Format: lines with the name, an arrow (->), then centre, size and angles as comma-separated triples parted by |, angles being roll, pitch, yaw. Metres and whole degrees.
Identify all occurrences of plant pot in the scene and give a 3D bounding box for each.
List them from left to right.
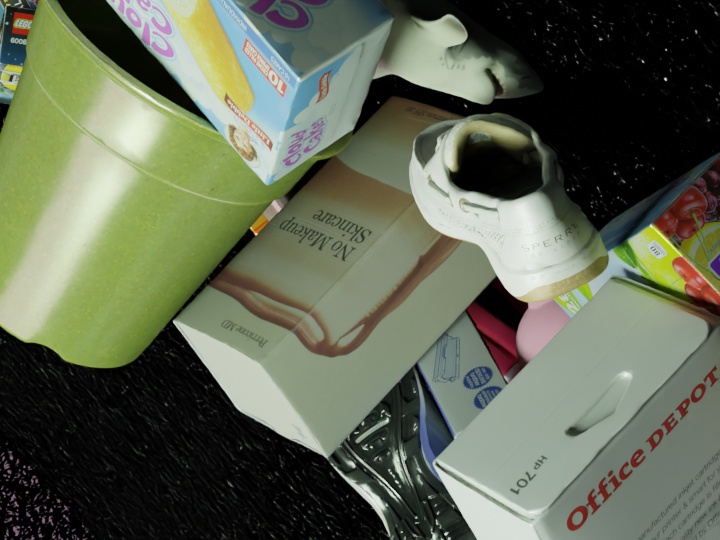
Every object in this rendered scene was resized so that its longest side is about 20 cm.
plant pot -> -0.135, -0.053, 1.357 | 0.199, 0.190, 0.200 | 26, -156, -13

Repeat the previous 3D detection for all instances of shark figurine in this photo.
shark figurine -> 0.018, -0.165, 1.227 | 0.127, 0.090, 0.215 | 2, 155, 16

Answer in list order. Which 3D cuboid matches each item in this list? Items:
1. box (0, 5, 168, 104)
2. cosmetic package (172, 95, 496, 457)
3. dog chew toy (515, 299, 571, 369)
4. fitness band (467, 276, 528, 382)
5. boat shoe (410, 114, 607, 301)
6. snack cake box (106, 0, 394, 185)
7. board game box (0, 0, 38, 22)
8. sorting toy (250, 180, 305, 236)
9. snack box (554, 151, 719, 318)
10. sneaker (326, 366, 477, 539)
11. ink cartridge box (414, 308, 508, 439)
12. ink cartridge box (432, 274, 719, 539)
box -> -0.131, -0.121, 1.495 | 0.199, 0.038, 0.137 | 8, 173, -12
cosmetic package -> 0.000, 0.000, 1.406 | 0.103, 0.200, 0.087 | 21, 153, 50
dog chew toy -> 0.162, 0.090, 1.389 | 0.201, 0.124, 0.124 | 57, 161, -8
fitness band -> 0.064, 0.005, 1.545 | 0.200, 0.037, 0.144 | 36, 159, 25
boat shoe -> 0.072, -0.053, 1.260 | 0.070, 0.071, 0.200 | 67, 170, -26
snack cake box -> -0.078, -0.156, 1.211 | 0.200, 0.067, 0.115 | 49, 154, 13
board game box -> -0.236, -0.233, 1.558 | 0.200, 0.047, 0.151 | 67, -175, -49
sorting toy -> -0.027, -0.004, 1.576 | 0.185, 0.036, 0.200 | 54, -176, 0
snack box -> 0.210, 0.045, 1.255 | 0.200, 0.068, 0.169 | 47, 162, -2
sneaker -> 0.028, 0.118, 1.459 | 0.201, 0.074, 0.079 | 62, -170, 8
ink cartridge box -> 0.063, 0.066, 1.436 | 0.094, 0.044, 0.200 | 62, -179, -35
ink cartridge box -> 0.145, 0.126, 1.228 | 0.086, 0.146, 0.200 | 27, 154, 49
